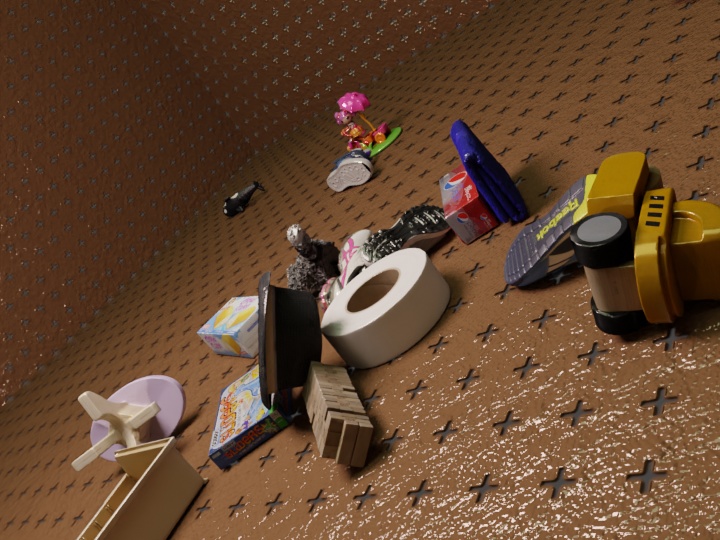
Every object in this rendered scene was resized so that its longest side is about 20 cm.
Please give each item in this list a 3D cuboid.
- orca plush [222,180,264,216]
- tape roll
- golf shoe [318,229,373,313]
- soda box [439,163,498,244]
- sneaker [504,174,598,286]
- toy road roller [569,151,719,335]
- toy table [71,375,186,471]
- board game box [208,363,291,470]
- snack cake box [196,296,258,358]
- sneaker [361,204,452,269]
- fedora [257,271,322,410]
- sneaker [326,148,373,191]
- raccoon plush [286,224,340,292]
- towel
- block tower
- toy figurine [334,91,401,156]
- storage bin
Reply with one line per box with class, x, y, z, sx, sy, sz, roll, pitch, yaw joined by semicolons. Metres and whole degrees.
orca plush;-0.446;-0.254;2.743;0.199;0.072;0.105;-29;-24;14
tape roll;0.037;0.056;1.104;0.202;0.071;0.203;-33;20;14
golf shoe;0.000;0.000;1.307;0.092;0.073;0.201;-15;39;37
soda box;0.186;-0.122;1.251;0.070;0.064;0.200;-34;20;18
sneaker;0.262;-0.034;0.915;0.200;0.082;0.074;-44;34;45
toy road roller;0.313;-0.031;0.740;0.145;0.124;0.200;-5;36;33
toy table;-0.415;0.278;1.280;0.200;0.184;0.117;-48;2;7
board game box;-0.174;0.219;1.165;0.135;0.035;0.200;-36;19;7
snack cake box;-0.245;0.114;1.485;0.115;0.067;0.199;-49;22;-26
sneaker;0.084;-0.050;1.257;0.199;0.080;0.074;-30;55;-21
fedora;-0.102;0.101;1.053;0.091;0.203;0.201;-1;20;-5
sneaker;-0.003;-0.301;1.974;0.199;0.081;0.147;-19;30;56
raccoon plush;-0.123;-0.022;1.408;0.133;0.201;0.097;-11;43;27
towel;0.204;-0.163;1.187;0.049;0.148;0.200;-40;18;17
block tower;-0.035;0.180;0.941;0.200;0.054;0.058;-134;57;-72
toy figurine;-0.007;-0.439;2.142;0.199;0.185;0.151;-25;23;35
storage bin;-0.360;0.368;1.073;0.198;0.094;0.200;-21;26;40
